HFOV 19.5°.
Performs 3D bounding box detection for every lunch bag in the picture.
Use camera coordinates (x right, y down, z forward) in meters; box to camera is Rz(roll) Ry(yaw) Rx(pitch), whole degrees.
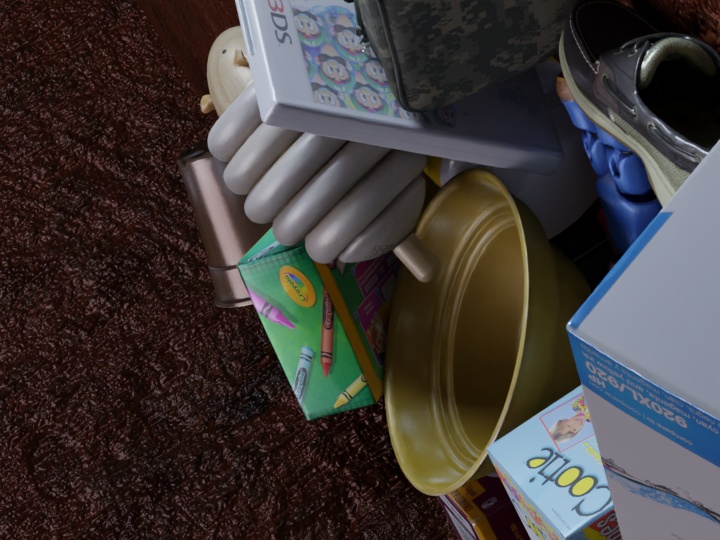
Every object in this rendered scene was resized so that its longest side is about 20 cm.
[{"bbox_3d":[0.040,-0.211,1.182,0.200,0.138,0.169,71,176,-65],"label":"lunch bag"}]

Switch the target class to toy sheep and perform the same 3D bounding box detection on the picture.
[{"bbox_3d":[-0.019,-0.073,1.298,0.200,0.138,0.138,43,172,3],"label":"toy sheep"}]

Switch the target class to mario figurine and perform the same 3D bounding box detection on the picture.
[{"bbox_3d":[0.184,-0.036,1.246,0.124,0.105,0.201,-66,-37,-57],"label":"mario figurine"}]

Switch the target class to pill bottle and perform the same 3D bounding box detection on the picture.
[{"bbox_3d":[0.071,-0.116,1.388,0.200,0.114,0.115,47,168,28],"label":"pill bottle"}]

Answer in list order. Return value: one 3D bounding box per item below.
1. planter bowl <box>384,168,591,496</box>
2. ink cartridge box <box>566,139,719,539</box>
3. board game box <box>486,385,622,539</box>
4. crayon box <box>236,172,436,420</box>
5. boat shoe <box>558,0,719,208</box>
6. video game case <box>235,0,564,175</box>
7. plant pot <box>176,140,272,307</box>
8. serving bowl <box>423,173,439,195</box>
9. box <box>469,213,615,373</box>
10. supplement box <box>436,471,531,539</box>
[{"bbox_3d":[0.091,0.043,1.298,0.200,0.083,0.202,-170,90,-68],"label":"planter bowl"},{"bbox_3d":[0.205,0.062,0.978,0.144,0.147,0.201,29,156,32],"label":"ink cartridge box"},{"bbox_3d":[0.191,0.106,1.189,0.103,0.199,0.105,62,172,-33],"label":"board game box"},{"bbox_3d":[0.000,0.000,1.433,0.120,0.058,0.200,66,-150,-15],"label":"crayon box"},{"bbox_3d":[0.164,-0.093,1.098,0.201,0.071,0.066,-116,21,-46],"label":"boat shoe"},{"bbox_3d":[0.017,-0.146,1.276,0.024,0.198,0.183,-54,38,41],"label":"video game case"},{"bbox_3d":[-0.133,-0.085,2.717,0.200,0.199,0.200,-146,33,-73],"label":"plant pot"},{"bbox_3d":[0.054,-0.102,1.541,0.200,0.065,0.201,49,148,47],"label":"serving bowl"},{"bbox_3d":[0.139,0.040,1.477,0.105,0.147,0.200,59,173,-7],"label":"box"},{"bbox_3d":[0.162,0.144,1.543,0.086,0.199,0.110,61,172,-24],"label":"supplement box"}]
